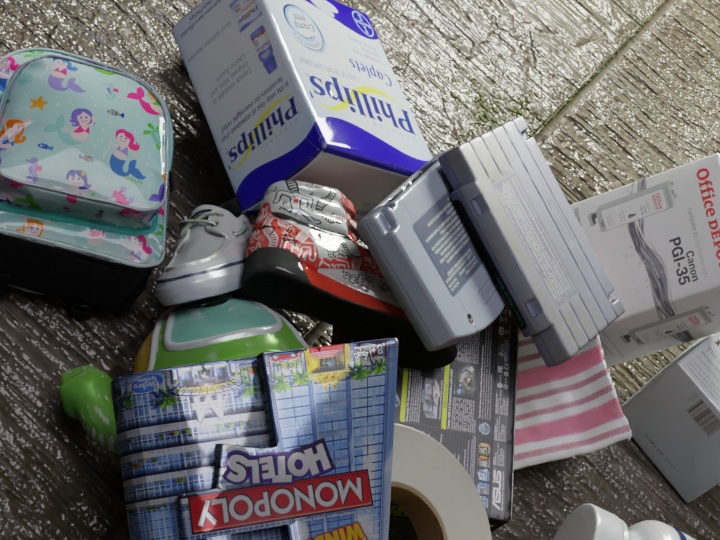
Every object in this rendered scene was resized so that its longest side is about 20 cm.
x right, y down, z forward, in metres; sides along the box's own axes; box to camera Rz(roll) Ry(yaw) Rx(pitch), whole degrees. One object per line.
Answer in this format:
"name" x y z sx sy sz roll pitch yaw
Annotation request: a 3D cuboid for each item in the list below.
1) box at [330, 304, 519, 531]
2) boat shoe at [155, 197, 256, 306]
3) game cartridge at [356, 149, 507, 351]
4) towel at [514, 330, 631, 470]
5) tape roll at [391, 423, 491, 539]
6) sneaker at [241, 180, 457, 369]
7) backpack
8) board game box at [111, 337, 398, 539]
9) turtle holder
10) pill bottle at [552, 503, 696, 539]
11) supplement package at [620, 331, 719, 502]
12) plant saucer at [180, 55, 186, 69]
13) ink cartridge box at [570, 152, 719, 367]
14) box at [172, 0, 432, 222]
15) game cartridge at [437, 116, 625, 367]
"box" 0.052 0.109 1.171 0.160 0.044 0.201 11 65 -13
"boat shoe" -0.127 -0.020 1.128 0.200 0.073 0.067 -57 134 -79
"game cartridge" 0.071 -0.015 1.136 0.133 0.041 0.200 63 27 -9
"towel" 0.145 0.079 1.240 0.146 0.030 0.201 -17 62 5
"tape roll" 0.015 0.215 1.046 0.202 0.037 0.204 10 73 -33
"sneaker" 0.000 -0.001 1.125 0.201 0.067 0.108 25 52 -24
"backpack" -0.237 -0.088 1.123 0.177 0.151 0.200 15 48 -18
"board game box" -0.058 0.159 0.953 0.199 0.062 0.201 -6 79 -23
"turtle holder" -0.124 0.097 1.076 0.185 0.141 0.132 -28 52 1
"pill bottle" 0.257 0.280 1.154 0.200 0.120 0.120 28 49 -9
"supplement package" 0.362 0.112 1.335 0.200 0.110 0.114 -32 78 -40
"plant saucer" -0.083 -0.151 1.331 0.200 0.019 0.070 43 49 2
"ink cartridge box" 0.271 -0.006 1.303 0.083 0.199 0.147 43 35 -48
"box" -0.045 -0.145 1.224 0.184 0.105 0.200 10 51 -53
"game cartridge" 0.147 -0.027 1.184 0.130 0.038 0.200 -29 91 -48
